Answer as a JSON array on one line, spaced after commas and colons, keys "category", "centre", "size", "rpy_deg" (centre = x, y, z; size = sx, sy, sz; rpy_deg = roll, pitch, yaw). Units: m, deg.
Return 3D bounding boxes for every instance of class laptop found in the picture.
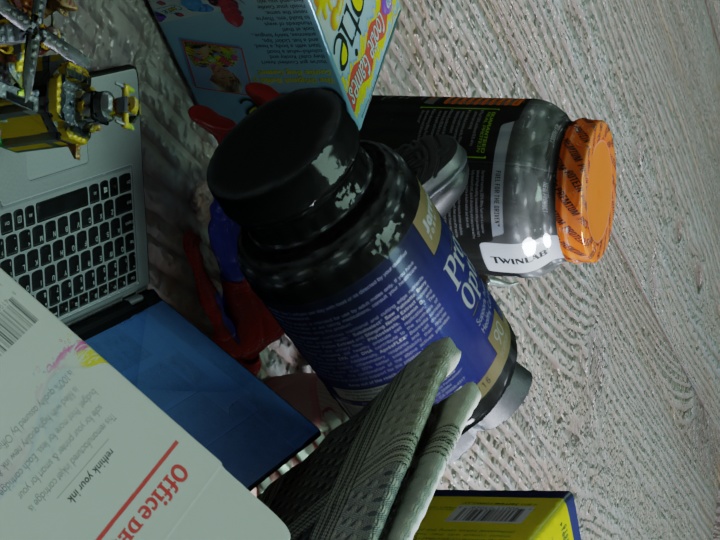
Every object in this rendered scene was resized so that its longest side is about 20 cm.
[{"category": "laptop", "centre": [-0.110, 0.009, 0.828], "size": [0.187, 0.115, 0.202], "rpy_deg": [-30, 121, -65]}]

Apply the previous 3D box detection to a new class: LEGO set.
[{"category": "LEGO set", "centre": [-0.130, -0.148, 0.725], "size": [0.154, 0.115, 0.202], "rpy_deg": [35, 54, -61]}]

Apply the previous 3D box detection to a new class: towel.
[{"category": "towel", "centre": [-0.024, 0.138, 0.826], "size": [0.034, 0.192, 0.200], "rpy_deg": [41, 31, -9]}]

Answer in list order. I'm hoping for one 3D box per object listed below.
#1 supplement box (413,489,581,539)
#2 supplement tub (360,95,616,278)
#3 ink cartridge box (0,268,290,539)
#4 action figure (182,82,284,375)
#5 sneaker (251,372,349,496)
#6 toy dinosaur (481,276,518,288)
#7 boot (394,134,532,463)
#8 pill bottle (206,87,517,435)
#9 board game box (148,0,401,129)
[{"category": "supplement box", "centre": [0.047, 0.213, 0.944], "size": [0.200, 0.108, 0.110], "rpy_deg": [-32, 114, -58]}, {"category": "supplement tub", "centre": [0.071, -0.059, 1.150], "size": [0.122, 0.198, 0.124], "rpy_deg": [4, 90, -67]}, {"category": "ink cartridge box", "centre": [-0.137, 0.090, 0.679], "size": [0.067, 0.200, 0.117], "rpy_deg": [-47, -178, 36]}, {"category": "action figure", "centre": [-0.071, -0.014, 0.994], "size": [0.065, 0.051, 0.202], "rpy_deg": [-30, 135, -35]}, {"category": "sneaker", "centre": [-0.047, 0.118, 1.005], "size": [0.200, 0.104, 0.076], "rpy_deg": [-48, 125, -58]}, {"category": "toy dinosaur", "centre": [0.043, 0.041, 1.228], "size": [0.077, 0.101, 0.201], "rpy_deg": [72, 30, -42]}, {"category": "boot", "centre": [0.052, 0.024, 1.095], "size": [0.200, 0.164, 0.066], "rpy_deg": [47, 23, -26]}, {"category": "pill bottle", "centre": [0.000, 0.000, 0.932], "size": [0.201, 0.111, 0.112], "rpy_deg": [55, 42, -34]}, {"category": "board game box", "centre": [-0.058, -0.185, 0.938], "size": [0.201, 0.104, 0.104], "rpy_deg": [68, 33, -48]}]
